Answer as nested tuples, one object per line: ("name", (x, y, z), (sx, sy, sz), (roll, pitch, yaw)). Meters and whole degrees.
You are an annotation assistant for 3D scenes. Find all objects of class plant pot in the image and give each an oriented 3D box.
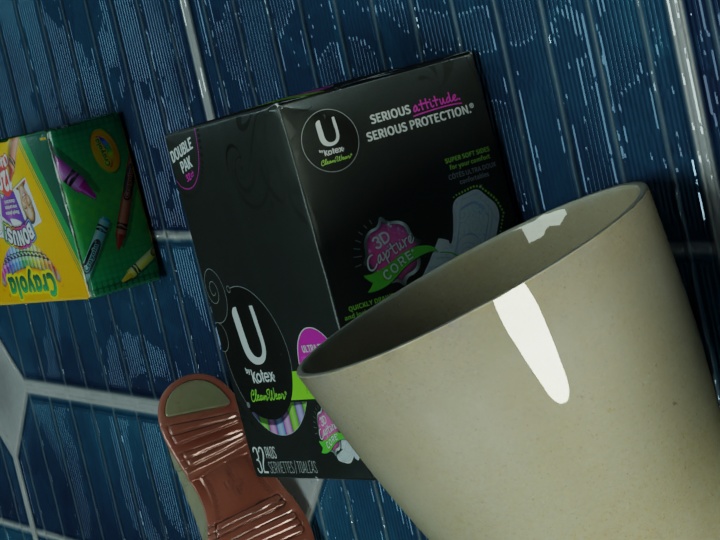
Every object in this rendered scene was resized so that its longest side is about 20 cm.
("plant pot", (0.099, 0.089, 1.203), (0.200, 0.187, 0.187), (61, 153, -7))

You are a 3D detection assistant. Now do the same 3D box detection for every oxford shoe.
("oxford shoe", (-0.074, 0.165, 1.659), (0.074, 0.071, 0.200), (102, 149, -76))

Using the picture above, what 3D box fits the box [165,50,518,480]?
("box", (0.000, 0.000, 1.356), (0.149, 0.124, 0.200), (-7, 98, 61))

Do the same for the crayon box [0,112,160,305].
("crayon box", (-0.219, -0.040, 1.793), (0.200, 0.058, 0.119), (-5, 100, 61))
